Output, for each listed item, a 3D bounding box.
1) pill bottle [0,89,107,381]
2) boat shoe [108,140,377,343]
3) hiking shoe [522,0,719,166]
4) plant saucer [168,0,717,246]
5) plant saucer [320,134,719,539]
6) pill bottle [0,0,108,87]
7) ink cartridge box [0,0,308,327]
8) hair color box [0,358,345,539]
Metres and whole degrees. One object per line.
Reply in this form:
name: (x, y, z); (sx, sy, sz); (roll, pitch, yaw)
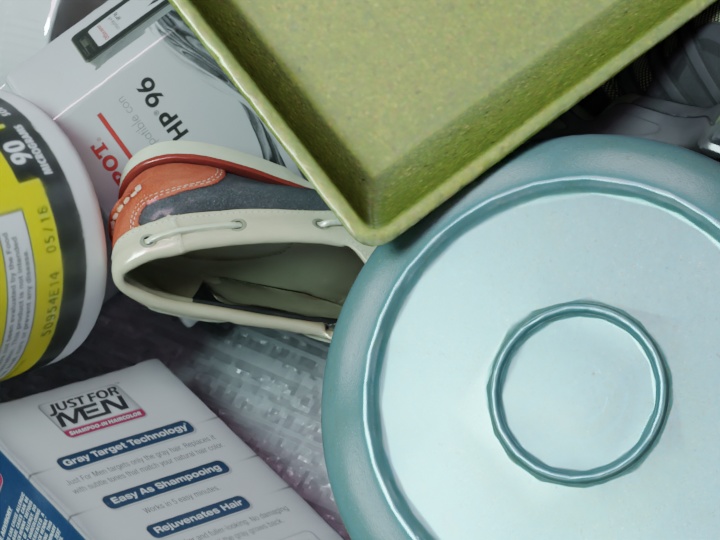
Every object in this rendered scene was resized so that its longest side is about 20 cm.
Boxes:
pill bottle: (-0.202, 0.005, 0.976); (0.200, 0.115, 0.114); (-19, 47, -43)
boat shoe: (0.000, 0.000, 1.028); (0.199, 0.071, 0.063); (11, 36, -9)
hiking shoe: (0.136, -0.066, 1.029); (0.200, 0.076, 0.101); (-4, 47, 50)
plant saucer: (0.017, -0.134, 1.005); (0.200, 0.048, 0.200); (-36, 82, -15)
plant saucer: (0.079, 0.045, 0.946); (0.199, 0.027, 0.201); (-3, 77, 14)
pill bottle: (-0.198, -0.117, 1.168); (0.199, 0.110, 0.110); (14, 69, 23)
ink cartridge box: (-0.061, -0.061, 1.082); (0.200, 0.116, 0.068); (-37, 30, -2)
hair color box: (-0.060, 0.123, 1.000); (0.100, 0.061, 0.200); (-14, 46, -43)
